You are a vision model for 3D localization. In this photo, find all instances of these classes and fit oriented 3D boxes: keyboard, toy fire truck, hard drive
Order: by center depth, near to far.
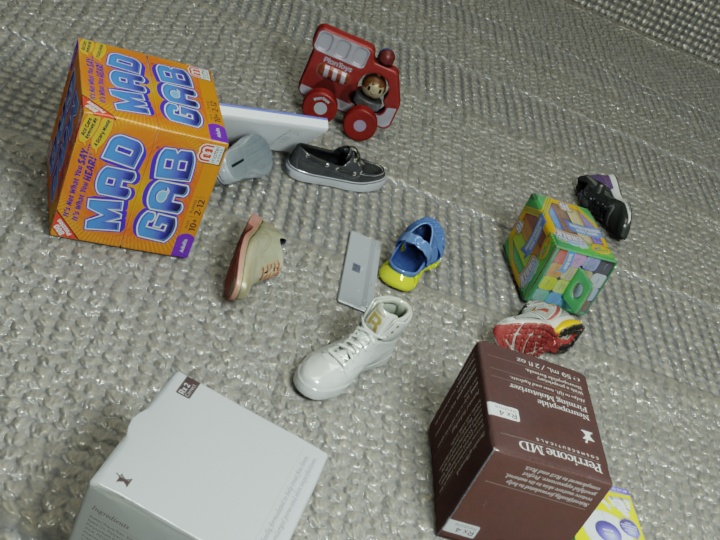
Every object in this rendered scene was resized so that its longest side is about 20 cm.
[{"bbox_3d":[0.000,0.000,1.724,0.056,0.011,0.201,18,33,-5],"label":"keyboard"},{"bbox_3d":[-0.171,-0.235,1.826,0.198,0.132,0.026,3,76,-33],"label":"hard drive"},{"bbox_3d":[-0.014,-0.352,2.054,0.198,0.169,0.113,21,33,-9],"label":"toy fire truck"}]

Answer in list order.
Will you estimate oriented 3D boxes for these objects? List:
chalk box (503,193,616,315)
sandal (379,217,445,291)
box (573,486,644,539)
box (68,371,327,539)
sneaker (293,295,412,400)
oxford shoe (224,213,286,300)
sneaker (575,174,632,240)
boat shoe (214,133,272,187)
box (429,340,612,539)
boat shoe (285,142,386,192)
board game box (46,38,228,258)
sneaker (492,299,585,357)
[{"bbox_3d":[0.340,-0.014,1.865,0.123,0.125,0.201,14,33,-20],"label":"chalk box"},{"bbox_3d":[0.098,-0.042,1.781,0.079,0.088,0.200,27,31,4],"label":"sandal"},{"bbox_3d":[0.311,0.358,1.412,0.116,0.049,0.201,16,36,-16],"label":"box"},{"bbox_3d":[-0.168,0.246,1.145,0.199,0.131,0.199,28,33,2],"label":"box"},{"bbox_3d":[-0.007,0.094,1.488,0.074,0.116,0.199,40,36,17],"label":"sneaker"},{"bbox_3d":[-0.146,-0.015,1.582,0.073,0.071,0.201,25,33,-8],"label":"oxford shoe"},{"bbox_3d":[0.481,-0.125,2.205,0.086,0.076,0.201,4,33,-7],"label":"sneaker"},{"bbox_3d":[-0.201,-0.175,1.769,0.200,0.061,0.073,-35,110,-68],"label":"boat shoe"},{"bbox_3d":[0.195,0.231,1.394,0.164,0.165,0.201,18,33,-13],"label":"box"},{"bbox_3d":[-0.034,-0.187,1.904,0.198,0.067,0.070,7,38,-29],"label":"boat shoe"},{"bbox_3d":[-0.320,-0.171,1.549,0.198,0.201,0.201,10,35,-24],"label":"board game box"},{"bbox_3d":[0.268,0.092,1.737,0.199,0.078,0.082,1,35,-49],"label":"sneaker"}]
